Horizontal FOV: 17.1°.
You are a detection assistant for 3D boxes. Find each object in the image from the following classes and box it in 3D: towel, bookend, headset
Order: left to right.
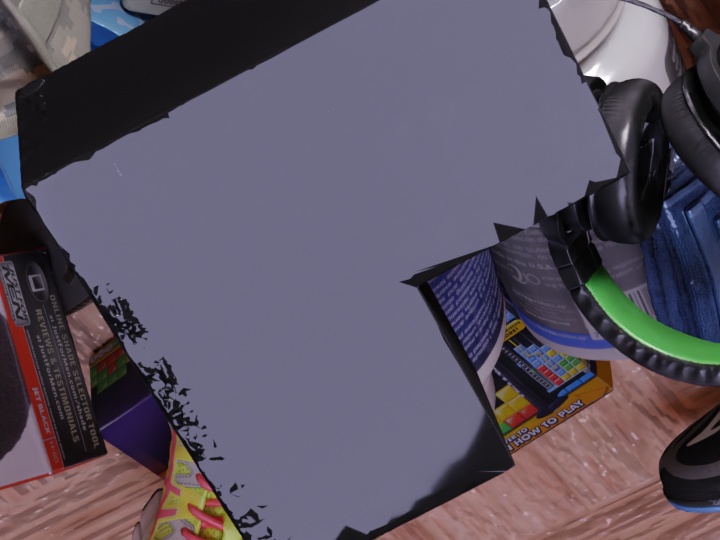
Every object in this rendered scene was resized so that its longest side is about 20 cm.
[{"bbox_3d":[0.013,-0.014,0.846,0.200,0.092,0.199,-28,116,4],"label":"bookend"},{"bbox_3d":[0.125,-0.056,0.923,0.123,0.094,0.200,-15,106,29],"label":"headset"},{"bbox_3d":[0.198,-0.052,1.031,0.200,0.048,0.112,-43,135,-22],"label":"towel"}]

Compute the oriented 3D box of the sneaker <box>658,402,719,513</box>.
[{"bbox_3d":[0.222,0.045,1.198,0.083,0.071,0.200,36,115,-29],"label":"sneaker"}]

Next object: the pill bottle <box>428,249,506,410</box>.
[{"bbox_3d":[0.000,0.000,0.999,0.111,0.111,0.200,-14,140,4],"label":"pill bottle"}]

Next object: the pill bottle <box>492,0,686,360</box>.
[{"bbox_3d":[0.089,-0.064,1.037,0.114,0.114,0.200,-20,133,10],"label":"pill bottle"}]

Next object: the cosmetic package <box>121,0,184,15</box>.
[{"bbox_3d":[-0.026,-0.191,0.925,0.103,0.073,0.200,7,131,-15],"label":"cosmetic package"}]

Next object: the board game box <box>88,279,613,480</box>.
[{"bbox_3d":[-0.005,0.051,1.171,0.200,0.057,0.165,-35,130,23],"label":"board game box"}]

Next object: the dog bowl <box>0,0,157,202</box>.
[{"bbox_3d":[-0.158,-0.066,1.004,0.200,0.050,0.112,-7,124,21],"label":"dog bowl"}]

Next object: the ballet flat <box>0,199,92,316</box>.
[{"bbox_3d":[-0.100,-0.052,1.065,0.046,0.067,0.200,-21,153,-53],"label":"ballet flat"}]

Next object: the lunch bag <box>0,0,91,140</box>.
[{"bbox_3d":[-0.182,-0.160,0.866,0.117,0.164,0.200,-20,135,16],"label":"lunch bag"}]

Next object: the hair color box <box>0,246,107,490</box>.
[{"bbox_3d":[-0.225,0.065,1.080,0.200,0.102,0.061,-18,178,19],"label":"hair color box"}]

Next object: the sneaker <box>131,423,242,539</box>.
[{"bbox_3d":[-0.059,0.112,1.122,0.078,0.090,0.200,6,130,-11],"label":"sneaker"}]
